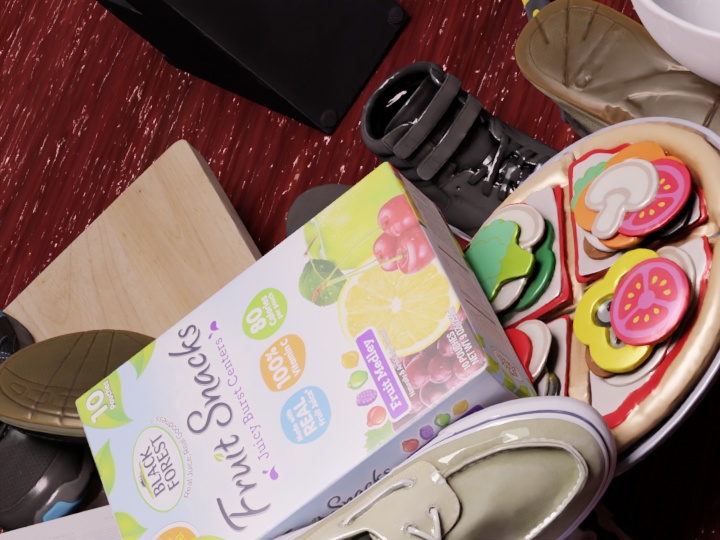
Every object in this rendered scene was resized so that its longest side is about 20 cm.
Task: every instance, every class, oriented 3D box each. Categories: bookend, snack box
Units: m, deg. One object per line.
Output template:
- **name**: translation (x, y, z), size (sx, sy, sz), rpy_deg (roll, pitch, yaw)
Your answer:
- **bookend**: translation (-0.108, -0.193, 1.499), size (0.092, 0.199, 0.200), rpy_deg (-57, 37, -5)
- **snack box**: translation (-0.029, 0.063, 1.152), size (0.200, 0.053, 0.143), rpy_deg (-37, 46, 13)

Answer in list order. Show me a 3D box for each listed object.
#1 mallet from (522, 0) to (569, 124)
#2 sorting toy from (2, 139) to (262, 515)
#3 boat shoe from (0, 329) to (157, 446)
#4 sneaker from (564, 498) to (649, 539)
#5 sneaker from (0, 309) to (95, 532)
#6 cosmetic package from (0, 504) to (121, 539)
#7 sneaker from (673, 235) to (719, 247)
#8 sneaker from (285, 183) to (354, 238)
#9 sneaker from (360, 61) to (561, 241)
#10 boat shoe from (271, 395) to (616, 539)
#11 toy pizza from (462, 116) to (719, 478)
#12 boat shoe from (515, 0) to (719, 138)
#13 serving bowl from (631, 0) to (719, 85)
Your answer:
- **mallet**: translation (0.106, -0.163, 1.395), size (0.066, 0.041, 0.200), rpy_deg (-42, 42, 17)
- **sorting toy**: translation (-0.123, 0.057, 1.413), size (0.199, 0.070, 0.200), rpy_deg (-44, 37, 9)
- **boat shoe**: translation (-0.099, 0.075, 1.277), size (0.200, 0.066, 0.072), rpy_deg (-3, 43, 20)
- **sneaker**: translation (0.110, 0.175, 1.092), size (0.084, 0.080, 0.200), rpy_deg (-56, 26, 15)
- **sneaker**: translation (-0.210, 0.077, 1.360), size (0.073, 0.082, 0.200), rpy_deg (-45, 39, 4)
- **cosmetic package**: translation (-0.081, 0.171, 1.200), size (0.199, 0.052, 0.151), rpy_deg (-13, 33, -17)
- **sneaker**: translation (0.133, 0.045, 1.169), size (0.200, 0.075, 0.090), rpy_deg (-31, 48, 34)
- **sneaker**: translation (0.000, 0.000, 1.314), size (0.076, 0.091, 0.200), rpy_deg (-59, 34, 10)
- **sneaker**: translation (0.071, -0.051, 1.282), size (0.071, 0.099, 0.200), rpy_deg (-55, 38, -8)
- **boat shoe**: translation (0.023, 0.123, 1.065), size (0.199, 0.072, 0.062), rpy_deg (-30, 10, 8)
- **toy pizza**: translation (0.100, 0.013, 1.142), size (0.200, 0.032, 0.201), rpy_deg (-31, 42, 33)
- **boat shoe**: translation (0.164, -0.071, 1.233), size (0.073, 0.065, 0.200), rpy_deg (-48, 56, 0)
- **serving bowl**: translation (0.229, -0.141, 1.191), size (0.199, 0.066, 0.201), rpy_deg (-9, 37, 7)
